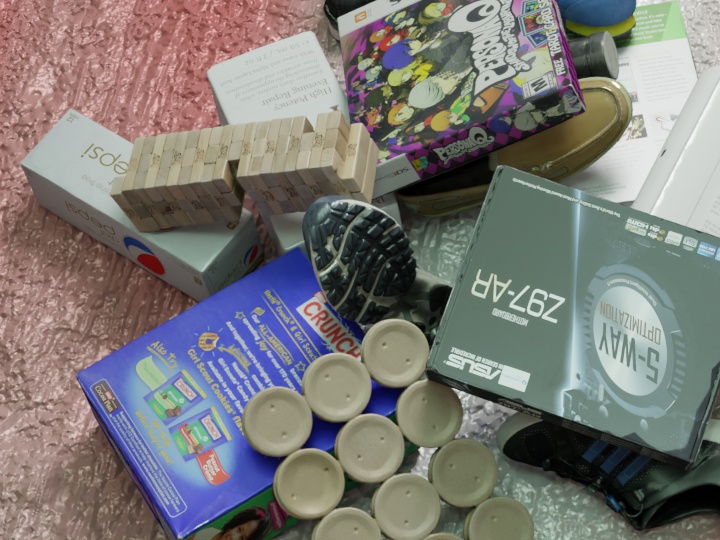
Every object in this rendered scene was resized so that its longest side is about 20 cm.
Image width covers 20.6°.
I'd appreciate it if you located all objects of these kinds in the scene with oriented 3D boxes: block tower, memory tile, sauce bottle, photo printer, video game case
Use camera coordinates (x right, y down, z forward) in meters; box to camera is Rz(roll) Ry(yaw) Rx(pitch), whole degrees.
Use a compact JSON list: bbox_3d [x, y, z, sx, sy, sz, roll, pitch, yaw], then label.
[{"bbox_3d":[-0.089,-0.075,1.509,0.199,0.054,0.058,-7,53,23],"label":"block tower"},{"bbox_3d":[0.019,0.148,1.417,0.153,0.017,0.200,-30,91,-13],"label":"memory tile"},{"bbox_3d":[0.110,-0.154,1.606,0.199,0.065,0.065,-9,54,21],"label":"sauce bottle"},{"bbox_3d":[0.287,-0.031,1.491,0.166,0.069,0.200,31,69,-6],"label":"photo printer"},{"bbox_3d":[0.075,-0.163,1.558,0.181,0.036,0.200,-22,43,15],"label":"video game case"}]

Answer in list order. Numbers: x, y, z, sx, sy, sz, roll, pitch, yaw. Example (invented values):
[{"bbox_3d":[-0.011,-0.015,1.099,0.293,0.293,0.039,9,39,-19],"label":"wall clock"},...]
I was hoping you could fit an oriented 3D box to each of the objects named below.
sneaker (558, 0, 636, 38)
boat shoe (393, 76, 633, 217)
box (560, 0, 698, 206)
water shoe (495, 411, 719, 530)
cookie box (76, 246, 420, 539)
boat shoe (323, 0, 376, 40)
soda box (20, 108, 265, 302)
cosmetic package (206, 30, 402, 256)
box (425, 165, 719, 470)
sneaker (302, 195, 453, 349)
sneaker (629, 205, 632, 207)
[{"bbox_3d":[0.151,-0.256,1.666,0.066,0.079,0.200,-35,40,-29],"label":"sneaker"},{"bbox_3d":[0.116,-0.092,1.546,0.200,0.076,0.072,-28,79,20],"label":"boat shoe"},{"bbox_3d":[0.210,-0.128,1.623,0.144,0.036,0.201,-8,57,2],"label":"box"},{"bbox_3d":[0.194,0.143,1.424,0.199,0.072,0.079,4,59,11],"label":"water shoe"},{"bbox_3d":[-0.083,0.105,1.483,0.200,0.075,0.171,-30,58,-12],"label":"cookie box"},{"bbox_3d":[0.017,-0.292,1.740,0.075,0.060,0.201,5,58,11],"label":"boat shoe"},{"bbox_3d":[-0.176,-0.049,1.606,0.200,0.064,0.068,30,66,25],"label":"soda box"},{"bbox_3d":[-0.045,-0.090,1.609,0.101,0.074,0.200,-22,56,-7],"label":"cosmetic package"},{"bbox_3d":[0.164,0.032,1.403,0.199,0.044,0.161,20,79,8],"label":"box"},{"bbox_3d":[0.000,0.000,1.480,0.086,0.200,0.078,35,83,39],"label":"sneaker"},{"bbox_3d":[0.175,-0.013,1.522,0.199,0.082,0.078,-16,55,-7],"label":"sneaker"}]
